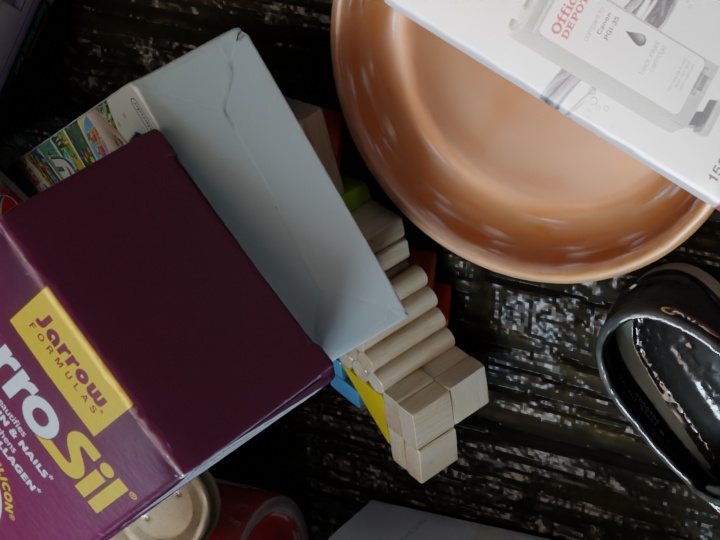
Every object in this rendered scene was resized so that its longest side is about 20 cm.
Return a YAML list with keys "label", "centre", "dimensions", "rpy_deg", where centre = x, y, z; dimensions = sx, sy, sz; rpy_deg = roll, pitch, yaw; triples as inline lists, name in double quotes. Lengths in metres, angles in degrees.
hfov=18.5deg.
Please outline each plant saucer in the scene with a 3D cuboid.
- label: "plant saucer"
  centre: [0.081, -0.093, 0.972]
  dimensions: [0.200, 0.037, 0.200]
  rpy_deg: [12, 117, 25]

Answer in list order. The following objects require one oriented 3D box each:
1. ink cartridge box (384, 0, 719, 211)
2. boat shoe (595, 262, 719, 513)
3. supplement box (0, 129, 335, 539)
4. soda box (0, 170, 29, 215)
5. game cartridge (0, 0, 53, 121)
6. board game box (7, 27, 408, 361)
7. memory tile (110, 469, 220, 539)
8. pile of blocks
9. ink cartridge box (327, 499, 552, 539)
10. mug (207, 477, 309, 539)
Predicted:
- label: "ink cartridge box"
  centre: [0.129, -0.116, 0.861]
  dimensions: [0.200, 0.083, 0.147]
  rpy_deg: [31, 103, 3]
- label: "boat shoe"
  centre: [0.179, 0.089, 0.979]
  dimensions: [0.201, 0.063, 0.074]
  rpy_deg: [50, 124, 1]
- label: "supplement box"
  centre: [-0.128, 0.052, 0.951]
  dimensions: [0.131, 0.103, 0.200]
  rpy_deg: [54, 135, 3]
- label: "soda box"
  centre: [-0.248, -0.021, 1.127]
  dimensions: [0.200, 0.070, 0.063]
  rpy_deg: [3, 144, 51]
- label: "game cartridge"
  centre: [-0.223, -0.080, 1.067]
  dimensions: [0.130, 0.200, 0.038]
  rpy_deg: [-6, 140, 30]
- label: "board game box"
  centre: [-0.078, -0.016, 1.028]
  dimensions: [0.148, 0.064, 0.200]
  rpy_deg: [61, 156, -5]
- label: "memory tile"
  centre: [-0.176, 0.106, 1.087]
  dimensions: [0.200, 0.017, 0.153]
  rpy_deg: [-31, 85, 19]
- label: "pile of blocks"
  centre: [0.000, 0.000, 1.051]
  dimensions: [0.200, 0.062, 0.082]
  rpy_deg: [62, 155, -8]
- label: "ink cartridge box"
  centre: [0.043, 0.203, 1.066]
  dimensions: [0.200, 0.125, 0.129]
  rpy_deg: [11, 115, 27]
- label: "mug"
  centre: [-0.144, 0.142, 1.134]
  dimensions: [0.200, 0.133, 0.178]
  rpy_deg: [9, 152, 22]
